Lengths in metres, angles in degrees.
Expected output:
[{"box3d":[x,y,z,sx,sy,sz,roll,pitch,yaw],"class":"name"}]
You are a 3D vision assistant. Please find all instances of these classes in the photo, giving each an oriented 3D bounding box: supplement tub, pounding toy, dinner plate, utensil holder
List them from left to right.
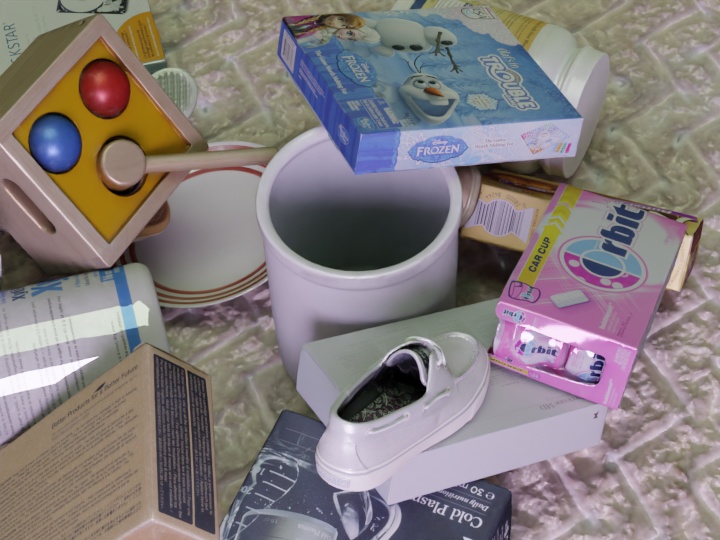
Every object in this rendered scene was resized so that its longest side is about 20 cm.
[{"box3d":[-0.263,0.075,1.573,0.200,0.132,0.132,-12,53,-9],"class":"supplement tub"},{"box3d":[-0.214,-0.102,1.605,0.142,0.200,0.184,-8,38,50],"class":"pounding toy"},{"box3d":[-0.139,-0.039,1.711,0.200,0.024,0.200,-9,50,11],"class":"dinner plate"},{"box3d":[0.000,0.000,1.580,0.170,0.200,0.170,0,52,0],"class":"utensil holder"},{"box3d":[0.120,-0.174,1.747,0.200,0.144,0.144,19,55,16],"class":"supplement tub"}]

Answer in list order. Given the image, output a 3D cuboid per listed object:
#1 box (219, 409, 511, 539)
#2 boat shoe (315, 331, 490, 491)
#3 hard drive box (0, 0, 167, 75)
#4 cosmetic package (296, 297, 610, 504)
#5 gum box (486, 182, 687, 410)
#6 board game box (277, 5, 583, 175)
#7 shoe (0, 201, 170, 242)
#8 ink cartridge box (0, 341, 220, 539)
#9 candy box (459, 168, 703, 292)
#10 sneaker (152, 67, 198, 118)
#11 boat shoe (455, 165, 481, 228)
[{"box3d":[-0.010,0.243,1.442,0.200,0.124,0.197,18,56,15],"class":"box"},{"box3d":[0.035,0.086,1.376,0.072,0.069,0.200,30,40,28],"class":"boat shoe"},{"box3d":[-0.298,-0.211,1.833,0.200,0.077,0.156,-14,52,-9],"class":"hard drive box"},{"box3d":[0.072,0.099,1.471,0.200,0.052,0.151,-12,37,-28],"class":"cosmetic package"},{"box3d":[0.182,0.020,1.503,0.113,0.066,0.200,19,37,10],"class":"gum box"},{"box3d":[0.055,-0.156,1.565,0.199,0.043,0.200,-6,37,-22],"class":"board game box"},{"box3d":[-0.273,-0.058,1.708,0.200,0.053,0.070,8,59,-1],"class":"shoe"},{"box3d":[-0.202,0.178,1.458,0.200,0.075,0.165,-35,43,32],"class":"ink cartridge box"},{"box3d":[0.199,-0.038,1.658,0.200,0.057,0.117,13,12,13],"class":"candy box"},{"box3d":[-0.232,-0.113,1.768,0.200,0.082,0.074,-37,89,-3],"class":"sneaker"},{"box3d":[0.034,-0.078,1.665,0.200,0.065,0.072,18,91,58],"class":"boat shoe"}]
